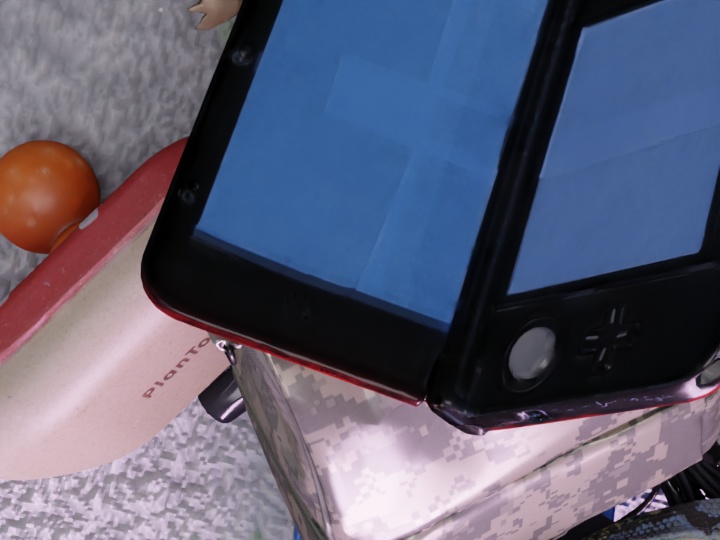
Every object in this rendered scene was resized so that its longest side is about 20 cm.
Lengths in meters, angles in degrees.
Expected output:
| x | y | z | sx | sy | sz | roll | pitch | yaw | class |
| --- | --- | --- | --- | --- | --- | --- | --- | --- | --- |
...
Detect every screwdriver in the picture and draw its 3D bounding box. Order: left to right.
| x | y | z | sx | sy | sz | roll | pitch | yaw | class |
| --- | --- | --- | --- | --- | --- | --- | --- | --- | --- |
| 0.000 | 0.000 | 0.850 | 0.200 | 0.029 | 0.028 | -43 | 100 | 12 | screwdriver |

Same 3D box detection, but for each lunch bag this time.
| x | y | z | sx | sy | sz | roll | pitch | yaw | class |
| --- | --- | --- | --- | --- | --- | --- | --- | --- | --- |
| 0.045 | 0.020 | 0.733 | 0.199 | 0.168 | 0.140 | -24 | 57 | -6 | lunch bag |

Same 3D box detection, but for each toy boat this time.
| x | y | z | sx | sy | sz | roll | pitch | yaw | class |
| --- | --- | --- | --- | --- | --- | --- | --- | --- | --- |
| -0.121 | -0.003 | 0.817 | 0.200 | 0.130 | 0.131 | -43 | 69 | 6 | toy boat |

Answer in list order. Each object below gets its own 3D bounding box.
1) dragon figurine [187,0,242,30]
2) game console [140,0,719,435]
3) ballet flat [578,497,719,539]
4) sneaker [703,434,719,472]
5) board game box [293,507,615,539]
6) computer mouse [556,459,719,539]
| x | y | z | sx | sy | sz | roll | pitch | yaw | class |
| --- | --- | --- | --- | --- | --- | --- | --- | --- | --- |
| -0.067 | -0.151 | 0.794 | 0.199 | 0.100 | 0.059 | 26 | 113 | -12 | dragon figurine |
| 0.045 | -0.061 | 0.607 | 0.118 | 0.172 | 0.201 | 34 | 60 | -30 | game console |
| 0.105 | 0.149 | 0.783 | 0.199 | 0.074 | 0.075 | -14 | 102 | -14 | ballet flat |
| 0.180 | 0.015 | 0.840 | 0.066 | 0.091 | 0.201 | 10 | 130 | 36 | sneaker |
| 0.040 | 0.168 | 0.880 | 0.151 | 0.045 | 0.201 | 4 | 100 | -3 | board game box |
| 0.070 | 0.123 | 0.826 | 0.199 | 0.046 | 0.141 | -31 | 102 | 3 | computer mouse |
